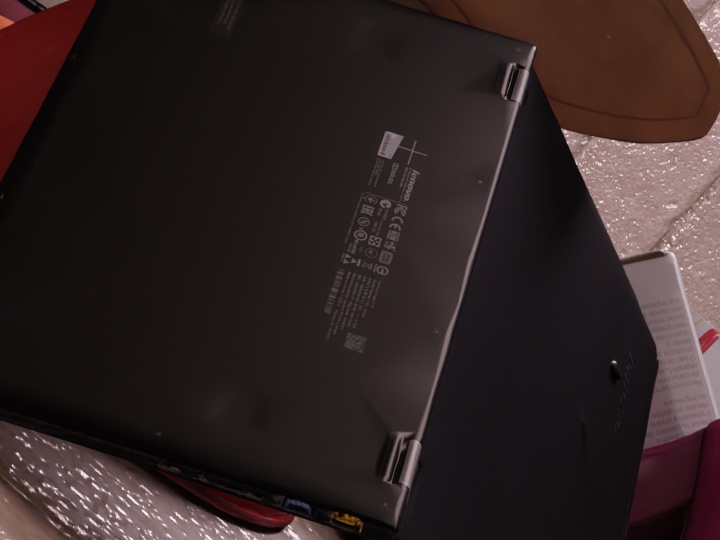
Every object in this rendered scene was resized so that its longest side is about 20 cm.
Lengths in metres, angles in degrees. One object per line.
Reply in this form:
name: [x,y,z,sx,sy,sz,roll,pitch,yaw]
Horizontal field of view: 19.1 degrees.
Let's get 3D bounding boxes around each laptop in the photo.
laptop: [-0.005,0.026,0.618,0.199,0.116,0.188,17,47,2]

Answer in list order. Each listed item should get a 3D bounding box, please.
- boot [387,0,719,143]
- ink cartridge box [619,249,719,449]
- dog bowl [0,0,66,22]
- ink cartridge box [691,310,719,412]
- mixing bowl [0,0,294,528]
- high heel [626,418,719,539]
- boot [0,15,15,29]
boot: [0.009,-0.098,0.719,0.200,0.070,0.146,32,-13,-20]
ink cartridge box: [0.119,0.118,0.826,0.200,0.040,0.201,85,-9,-71]
dog bowl: [-0.216,-0.207,1.178,0.200,0.074,0.200,44,5,-5]
ink cartridge box: [0.356,0.149,2.209,0.145,0.145,0.200,43,6,-4]
mixing bowl: [-0.060,-0.021,0.714,0.200,0.108,0.200,43,6,-6]
high heel: [0.125,0.127,0.657,0.068,0.096,0.201,63,19,-50]
boot: [-0.097,-0.078,0.888,0.075,0.107,0.200,47,8,26]
